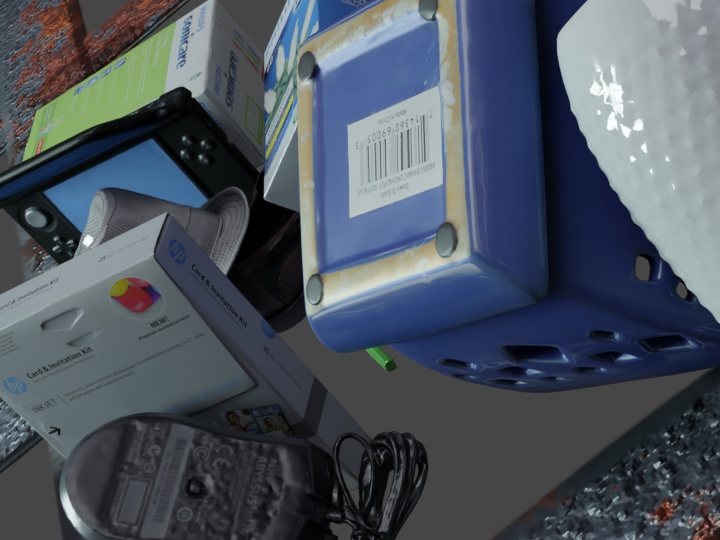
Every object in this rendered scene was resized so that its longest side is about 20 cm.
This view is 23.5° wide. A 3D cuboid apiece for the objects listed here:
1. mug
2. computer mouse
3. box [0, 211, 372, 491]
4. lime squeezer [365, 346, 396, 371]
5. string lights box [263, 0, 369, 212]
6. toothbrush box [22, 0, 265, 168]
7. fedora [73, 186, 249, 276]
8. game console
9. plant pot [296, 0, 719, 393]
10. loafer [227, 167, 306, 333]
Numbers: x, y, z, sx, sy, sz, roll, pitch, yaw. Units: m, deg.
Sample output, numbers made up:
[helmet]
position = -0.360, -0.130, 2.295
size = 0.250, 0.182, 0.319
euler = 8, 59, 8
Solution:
[mug]
position = 0.186, -0.076, 0.748
size = 0.148, 0.176, 0.200
euler = -44, -2, 43
[computer mouse]
position = -0.070, 0.140, 0.961
size = 0.198, 0.053, 0.139
euler = 12, 59, 12
[box]
position = -0.112, 0.073, 1.005
size = 0.155, 0.200, 0.041
euler = -24, 34, 28
[lime squeezer]
position = 0.000, 0.000, 1.142
size = 0.070, 0.038, 0.201
euler = 1, 42, 7
[string lights box]
position = -0.023, -0.133, 1.194
size = 0.201, 0.058, 0.103
euler = -95, 27, -55
[toothbrush box]
position = -0.176, -0.110, 1.414
size = 0.199, 0.086, 0.146
euler = -30, 33, 20
[fedora]
position = -0.161, 0.003, 1.192
size = 0.178, 0.090, 0.200
euler = -63, 14, -11
[game console]
position = -0.195, -0.043, 1.266
size = 0.199, 0.176, 0.117
euler = -21, 36, 29
[plant pot]
position = 0.079, -0.050, 0.865
size = 0.199, 0.178, 0.202
euler = -17, 70, 54
[loafer]
position = -0.048, -0.047, 1.215
size = 0.071, 0.063, 0.201
euler = -20, 37, 31
